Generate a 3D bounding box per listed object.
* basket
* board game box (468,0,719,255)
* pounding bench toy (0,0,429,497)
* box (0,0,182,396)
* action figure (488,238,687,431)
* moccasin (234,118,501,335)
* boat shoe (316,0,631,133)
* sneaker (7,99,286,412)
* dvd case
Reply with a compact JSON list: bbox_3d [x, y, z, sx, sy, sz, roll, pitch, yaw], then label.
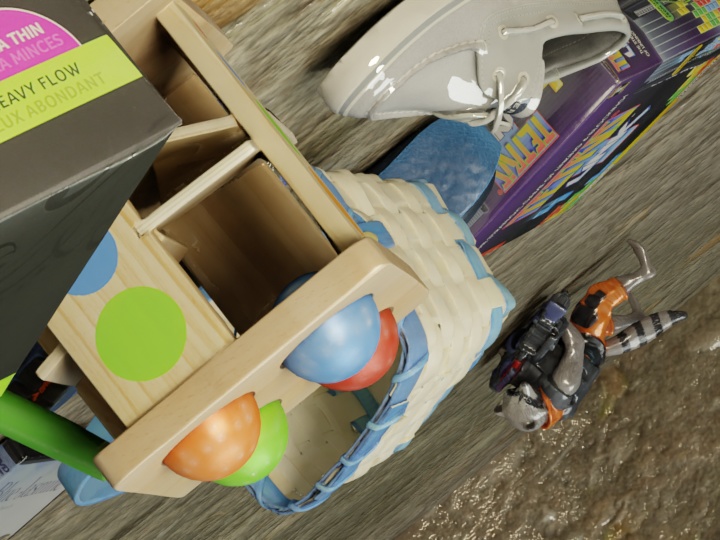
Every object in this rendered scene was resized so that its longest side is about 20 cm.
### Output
[{"bbox_3d":[-0.040,0.038,1.373,0.200,0.139,0.176,-17,154,-48],"label":"basket"},{"bbox_3d":[0.119,-0.088,1.630,0.165,0.057,0.200,-30,166,-48],"label":"board game box"},{"bbox_3d":[-0.094,0.020,1.038,0.200,0.156,0.124,-39,170,3],"label":"pounding bench toy"},{"bbox_3d":[-0.166,-0.006,0.752,0.148,0.124,0.200,-31,167,-38],"label":"box"},{"bbox_3d":[0.194,0.065,2.473,0.194,0.105,0.200,-46,175,-18],"label":"action figure"},{"bbox_3d":[0.000,0.000,1.526,0.200,0.081,0.068,-37,174,-9],"label":"moccasin"},{"bbox_3d":[0.058,-0.100,1.315,0.072,0.069,0.200,-46,168,34],"label":"boat shoe"},{"bbox_3d":[-0.096,-0.013,1.178,0.200,0.075,0.078,-36,-178,37],"label":"sneaker"},{"bbox_3d":[-0.233,0.156,1.555,0.200,0.018,0.143,-41,169,11],"label":"dvd case"}]
